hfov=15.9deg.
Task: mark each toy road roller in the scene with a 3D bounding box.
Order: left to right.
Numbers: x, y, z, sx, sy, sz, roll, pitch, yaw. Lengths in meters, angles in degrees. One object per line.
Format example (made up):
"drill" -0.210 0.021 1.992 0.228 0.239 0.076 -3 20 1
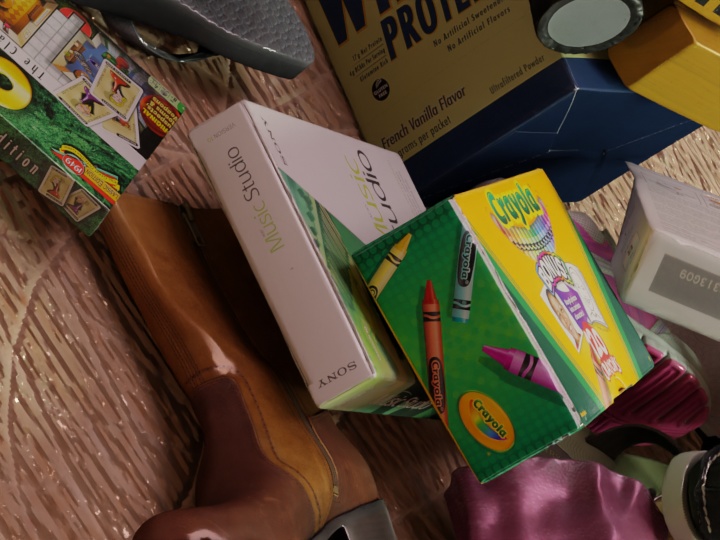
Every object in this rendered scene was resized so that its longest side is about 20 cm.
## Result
"toy road roller" 0.178 -0.174 1.339 0.200 0.146 0.123 24 47 -42

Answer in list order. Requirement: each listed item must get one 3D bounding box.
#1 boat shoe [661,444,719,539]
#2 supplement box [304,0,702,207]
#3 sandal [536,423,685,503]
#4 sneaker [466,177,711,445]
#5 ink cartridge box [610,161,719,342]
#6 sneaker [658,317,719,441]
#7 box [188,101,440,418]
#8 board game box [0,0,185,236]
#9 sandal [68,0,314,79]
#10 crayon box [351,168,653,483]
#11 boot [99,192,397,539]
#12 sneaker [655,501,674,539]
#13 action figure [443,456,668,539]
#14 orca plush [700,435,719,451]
"boat shoe" 0.234 0.144 1.292 0.200 0.060 0.076 26 64 -38
"supplement box" 0.083 -0.155 1.457 0.200 0.134 0.200 -3 65 -54
"sandal" 0.144 0.115 1.382 0.201 0.057 0.080 27 43 -40
"sneaker" 0.122 0.017 1.414 0.200 0.081 0.088 42 37 -25
"ink cartridge box" 0.214 0.004 1.403 0.160 0.047 0.200 21 12 -3
"sneaker" 0.225 0.096 1.512 0.200 0.071 0.099 -118 -174 -46
"box" 0.000 0.000 1.242 0.145 0.036 0.200 64 18 14
"board game box" -0.173 -0.111 1.153 0.200 0.023 0.105 42 36 -9
"sandal" -0.111 -0.141 1.280 0.200 0.043 0.076 19 41 -33
"crayon box" 0.072 0.021 1.230 0.119 0.058 0.200 60 17 2
"boot" -0.068 0.050 1.140 0.188 0.068 0.200 -1 63 -54
"sneaker" 0.204 0.201 1.381 0.200 0.075 0.090 62 31 -11
"action figure" 0.083 0.186 1.232 0.149 0.134 0.200 80 14 -55
"orca plush" 0.252 0.074 1.398 0.105 0.071 0.200 25 45 24
